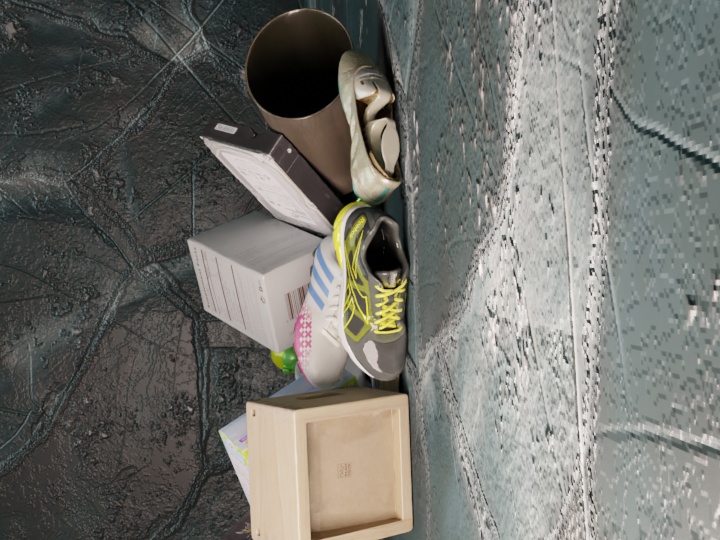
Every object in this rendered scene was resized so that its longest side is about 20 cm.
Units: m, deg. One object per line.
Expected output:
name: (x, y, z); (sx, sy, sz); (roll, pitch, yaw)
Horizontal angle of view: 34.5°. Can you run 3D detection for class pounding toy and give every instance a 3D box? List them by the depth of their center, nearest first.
pounding toy: (-0.028, 0.231, 1.327); (0.142, 0.199, 0.185); (1, 94, 53)

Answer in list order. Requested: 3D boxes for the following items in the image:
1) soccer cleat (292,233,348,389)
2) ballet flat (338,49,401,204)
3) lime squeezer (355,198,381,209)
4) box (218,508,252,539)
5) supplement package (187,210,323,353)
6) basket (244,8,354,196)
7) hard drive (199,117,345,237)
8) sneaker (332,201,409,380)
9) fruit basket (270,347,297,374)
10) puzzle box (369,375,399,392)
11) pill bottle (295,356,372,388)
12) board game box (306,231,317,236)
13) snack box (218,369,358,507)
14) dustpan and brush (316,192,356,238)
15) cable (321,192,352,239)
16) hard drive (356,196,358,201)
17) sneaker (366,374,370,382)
soccer cleat: (-0.028, 0.039, 1.374); (0.086, 0.070, 0.201); (-26, 50, 46)
ballet flat: (0.019, -0.171, 1.313); (0.062, 0.067, 0.201); (-34, 57, 49)
lime squeezer: (0.004, -0.066, 1.484); (0.071, 0.038, 0.201); (52, -136, -69)
box: (-0.083, 0.369, 1.631); (0.200, 0.158, 0.049); (-37, -47, -57)
supplement package: (-0.127, 0.011, 1.560); (0.200, 0.117, 0.118); (25, 132, 50)
basket: (-0.054, -0.198, 1.472); (0.200, 0.135, 0.181); (69, -169, -55)
hard drive: (-0.102, -0.114, 1.495); (0.038, 0.139, 0.200); (-58, -42, -14)
sneaker: (0.016, 0.026, 1.262); (0.085, 0.074, 0.201); (8, 111, 66)
fruit basket: (-0.088, 0.055, 1.735); (0.216, 0.214, 0.156); (-106, 15, -71)
puzzle box: (0.029, 0.073, 1.414); (0.133, 0.025, 0.201); (-103, 11, -64)
pill bottle: (-0.032, 0.204, 1.547); (0.120, 0.119, 0.201); (-99, 3, -53)
board game box: (-0.051, -0.128, 1.721); (0.200, 0.029, 0.135); (-38, -51, -62)
snack box: (-0.061, 0.237, 1.417); (0.068, 0.168, 0.201); (27, 143, 51)
dustpan and brush: (-0.038, -0.111, 1.664); (0.140, 0.057, 0.201); (7, -98, -76)
cable: (-0.017, -0.068, 1.604); (0.097, 0.050, 0.201); (-1, -72, -74)
hard drive: (0.000, 0.000, 1.572); (0.132, 0.025, 0.201); (97, 177, -62)
sneaker: (0.000, 0.171, 1.666); (0.090, 0.070, 0.200); (61, 164, 5)
